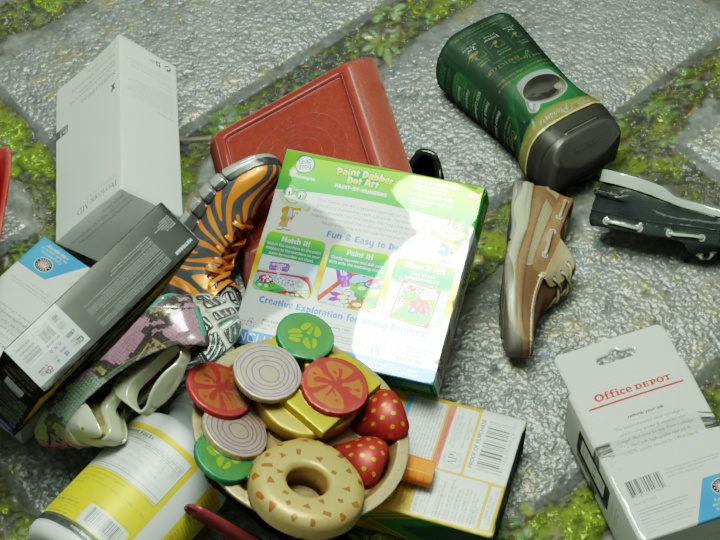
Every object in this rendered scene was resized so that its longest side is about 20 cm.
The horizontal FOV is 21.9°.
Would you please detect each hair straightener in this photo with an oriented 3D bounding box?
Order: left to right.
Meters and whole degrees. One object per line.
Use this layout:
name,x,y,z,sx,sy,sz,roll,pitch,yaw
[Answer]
hair straightener,-0.052,0.224,1.609,0.199,0.041,0.077,32,68,-11

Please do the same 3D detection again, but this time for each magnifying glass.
magnifying glass,-0.031,0.151,1.630,0.199,0.022,0.080,18,48,-4

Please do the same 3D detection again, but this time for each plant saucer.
plant saucer,-0.056,-0.104,1.845,0.199,0.037,0.201,-27,53,15

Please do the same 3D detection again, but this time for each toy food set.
toy food set,-0.053,0.132,1.595,0.198,0.049,0.200,38,51,16

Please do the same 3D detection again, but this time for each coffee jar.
coffee jar,0.173,-0.170,1.910,0.104,0.086,0.200,-27,57,-22

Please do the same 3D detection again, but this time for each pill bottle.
pill bottle,-0.187,0.197,1.631,0.112,0.112,0.200,31,58,21

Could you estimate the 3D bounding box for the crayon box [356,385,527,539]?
crayon box,0.039,0.174,1.683,0.199,0.052,0.126,15,55,10

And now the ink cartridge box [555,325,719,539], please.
ink cartridge box,0.259,0.158,1.671,0.115,0.068,0.201,-16,56,-11

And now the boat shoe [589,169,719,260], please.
boat shoe,0.323,-0.042,1.832,0.199,0.076,0.061,19,94,3

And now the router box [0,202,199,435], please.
router box,-0.242,0.045,1.642,0.052,0.157,0.200,44,63,-1

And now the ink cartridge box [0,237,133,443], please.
ink cartridge box,-0.321,0.078,1.748,0.116,0.068,0.200,32,60,22

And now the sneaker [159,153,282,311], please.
sneaker,-0.127,-0.013,1.779,0.200,0.077,0.112,-46,65,18

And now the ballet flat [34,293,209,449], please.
ballet flat,-0.205,0.105,1.600,0.200,0.069,0.071,-43,54,17

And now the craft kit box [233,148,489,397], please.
craft kit box,0.000,0.000,1.719,0.199,0.049,0.199,12,74,13

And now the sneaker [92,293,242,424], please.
sneaker,-0.193,0.091,1.696,0.199,0.080,0.078,-35,73,6

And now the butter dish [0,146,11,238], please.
butter dish,-0.447,-0.045,1.761,0.198,0.148,0.201,-19,49,25

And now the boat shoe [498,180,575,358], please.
boat shoe,0.174,-0.004,1.798,0.071,0.076,0.201,7,56,3

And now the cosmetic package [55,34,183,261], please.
cosmetic package,-0.242,-0.117,1.852,0.081,0.113,0.201,27,41,-35

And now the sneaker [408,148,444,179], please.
sneaker,0.035,-0.034,1.815,0.071,0.080,0.201,13,55,9
